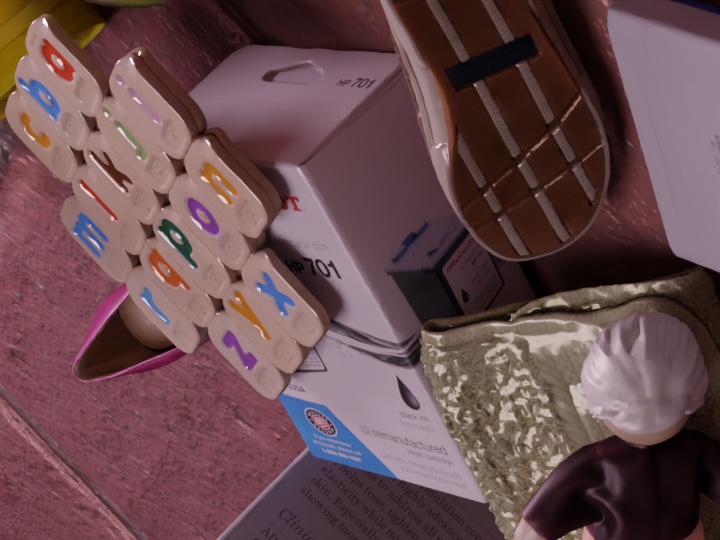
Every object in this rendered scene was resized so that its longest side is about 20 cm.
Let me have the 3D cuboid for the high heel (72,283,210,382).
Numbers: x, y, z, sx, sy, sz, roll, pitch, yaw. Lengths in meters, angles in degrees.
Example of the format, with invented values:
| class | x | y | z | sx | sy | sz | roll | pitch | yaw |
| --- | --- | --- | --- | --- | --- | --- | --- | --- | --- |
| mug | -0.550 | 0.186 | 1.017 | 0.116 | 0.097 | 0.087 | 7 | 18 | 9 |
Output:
| class | x | y | z | sx | sy | sz | roll | pitch | yaw |
| --- | --- | --- | --- | --- | --- | --- | --- | --- | --- |
| high heel | -0.091 | 0.013 | 1.395 | 0.067 | 0.096 | 0.200 | 52 | 154 | -11 |

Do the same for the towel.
| class | x | y | z | sx | sy | sz | roll | pitch | yaw |
| --- | --- | --- | --- | --- | --- | --- | --- | --- | --- |
| towel | 0.120 | 0.090 | 1.178 | 0.148 | 0.037 | 0.201 | -13 | 121 | 26 |

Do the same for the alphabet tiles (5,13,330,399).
| class | x | y | z | sx | sy | sz | roll | pitch | yaw |
| --- | --- | --- | --- | --- | --- | --- | --- | --- | --- |
| alphabet tiles | -0.092 | -0.029 | 1.236 | 0.196 | 0.015 | 0.200 | 46 | 156 | 5 |

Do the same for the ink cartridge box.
| class | x | y | z | sx | sy | sz | roll | pitch | yaw |
| --- | --- | --- | --- | --- | --- | --- | --- | --- | --- |
| ink cartridge box | 0.000 | 0.000 | 1.250 | 0.146 | 0.086 | 0.200 | 9 | 137 | 53 |

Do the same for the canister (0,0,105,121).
| class | x | y | z | sx | sy | sz | roll | pitch | yaw |
| --- | --- | --- | --- | --- | --- | --- | --- | --- | --- |
| canister | -0.250 | -0.156 | 1.338 | 0.200 | 0.148 | 0.087 | 50 | -170 | -2 |

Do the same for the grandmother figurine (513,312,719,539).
| class | x | y | z | sx | sy | sz | roll | pitch | yaw |
| --- | --- | --- | --- | --- | --- | --- | --- | --- | --- |
| grandmother figurine | 0.119 | 0.107 | 1.132 | 0.061 | 0.121 | 0.201 | -129 | 32 | -51 |

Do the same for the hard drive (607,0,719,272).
| class | x | y | z | sx | sy | sz | roll | pitch | yaw |
| --- | --- | --- | --- | --- | --- | --- | --- | --- | --- |
| hard drive | 0.188 | -0.029 | 0.984 | 0.200 | 0.025 | 0.132 | 23 | 146 | 41 |

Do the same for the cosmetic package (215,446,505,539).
| class | x | y | z | sx | sy | sz | roll | pitch | yaw |
| --- | --- | --- | --- | --- | --- | --- | --- | --- | --- |
| cosmetic package | -0.010 | 0.199 | 1.418 | 0.167 | 0.200 | 0.166 | 44 | 154 | 5 |

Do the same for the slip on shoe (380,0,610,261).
| class | x | y | z | sx | sy | sz | roll | pitch | yaw |
| --- | --- | --- | --- | --- | --- | --- | --- | --- | --- |
| slip on shoe | 0.050 | -0.088 | 1.079 | 0.061 | 0.076 | 0.200 | -102 | -13 | -46 |

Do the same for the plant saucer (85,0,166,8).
| class | x | y | z | sx | sy | sz | roll | pitch | yaw |
| --- | --- | --- | --- | --- | --- | --- | --- | --- | --- |
| plant saucer | -0.159 | -0.196 | 1.194 | 0.200 | 0.031 | 0.200 | 49 | 167 | 16 |
